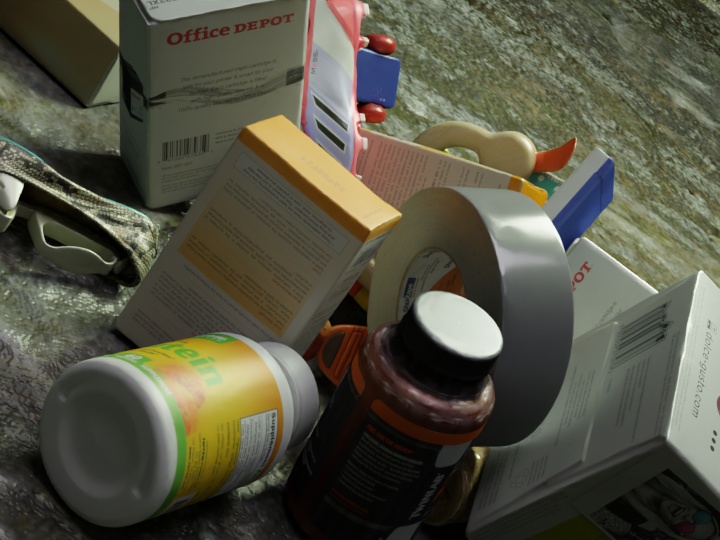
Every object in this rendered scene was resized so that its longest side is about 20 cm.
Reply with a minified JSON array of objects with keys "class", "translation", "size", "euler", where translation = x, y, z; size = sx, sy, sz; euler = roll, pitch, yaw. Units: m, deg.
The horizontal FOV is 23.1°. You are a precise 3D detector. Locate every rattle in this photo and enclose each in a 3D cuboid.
[{"class":"rattle","translation":[0.144,-0.092,1.802],"size":[0.143,0.199,0.131],"euler":[33,43,-62]}]

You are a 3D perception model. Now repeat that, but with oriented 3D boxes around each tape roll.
[{"class":"tape roll","translation":[0.081,0.036,1.357],"size":[0.066,0.201,0.201],"euler":[3,38,-30]}]

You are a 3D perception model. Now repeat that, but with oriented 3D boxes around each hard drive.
[{"class":"hard drive","translation":[0.158,-0.014,1.608],"size":[0.025,0.200,0.132],"euler":[41,-5,14]}]

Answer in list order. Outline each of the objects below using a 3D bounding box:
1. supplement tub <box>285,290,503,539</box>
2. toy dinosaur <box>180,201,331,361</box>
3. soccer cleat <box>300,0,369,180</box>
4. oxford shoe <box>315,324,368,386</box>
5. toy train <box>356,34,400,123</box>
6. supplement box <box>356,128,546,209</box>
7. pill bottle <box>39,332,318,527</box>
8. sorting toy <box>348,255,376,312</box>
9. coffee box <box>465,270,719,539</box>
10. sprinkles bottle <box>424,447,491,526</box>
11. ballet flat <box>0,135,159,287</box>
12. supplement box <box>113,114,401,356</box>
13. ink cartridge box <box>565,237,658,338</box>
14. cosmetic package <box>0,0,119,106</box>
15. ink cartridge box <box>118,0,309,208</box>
[{"class":"supplement tub","translation":[0.028,0.111,1.266],"size":[0.107,0.200,0.107],"euler":[19,34,-14]},{"class":"toy dinosaur","translation":[-0.070,-0.004,1.490],"size":[0.182,0.105,0.200],"euler":[58,22,13]},{"class":"soccer cleat","translation":[-0.034,-0.155,1.594],"size":[0.076,0.201,0.067],"euler":[3,-3,-11]},{"class":"oxford shoe","translation":[0.037,0.089,1.507],"size":[0.200,0.072,0.073],"euler":[24,6,-31]},{"class":"toy train","translation":[-0.065,-0.198,1.688],"size":[0.115,0.085,0.200],"euler":[7,-1,44]},{"class":"supplement box","translation":[0.065,-0.077,1.677],"size":[0.199,0.074,0.126],"euler":[18,2,16]},{"class":"pill bottle","translation":[-0.116,0.102,1.216],"size":[0.111,0.111,0.200],"euler":[45,27,20]},{"class":"sorting toy","translation":[0.000,0.000,1.568],"size":[0.185,0.036,0.200],"euler":[46,3,23]},{"class":"coffee box","translation":[0.233,0.163,1.352],"size":[0.198,0.200,0.200],"euler":[44,39,-17]},{"class":"sprinkles bottle","translation":[0.123,0.174,1.445],"size":[0.200,0.068,0.068],"euler":[6,38,-46]},{"class":"ballet flat","translation":[-0.248,-0.045,1.374],"size":[0.200,0.068,0.075],"euler":[28,41,-20]},{"class":"supplement box","translation":[-0.079,0.000,1.335],"size":[0.126,0.200,0.074],"euler":[40,23,9]},{"class":"ink cartridge box","translation":[0.241,0.084,1.641],"size":[0.200,0.148,0.086],"euler":[39,4,7]},{"class":"cosmetic package","translation":[-0.283,-0.248,1.664],"size":[0.200,0.071,0.105],"euler":[41,25,12]},{"class":"ink cartridge box","translation":[-0.129,-0.167,1.517],"size":[0.145,0.201,0.084],"euler":[-14,47,-21]}]
